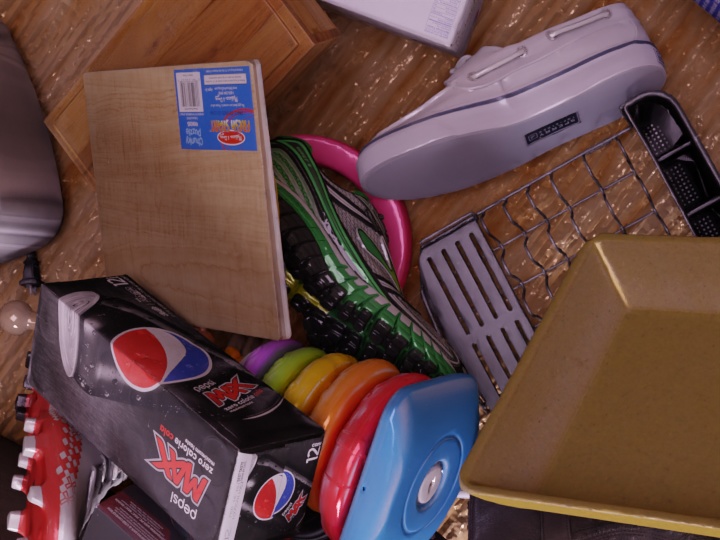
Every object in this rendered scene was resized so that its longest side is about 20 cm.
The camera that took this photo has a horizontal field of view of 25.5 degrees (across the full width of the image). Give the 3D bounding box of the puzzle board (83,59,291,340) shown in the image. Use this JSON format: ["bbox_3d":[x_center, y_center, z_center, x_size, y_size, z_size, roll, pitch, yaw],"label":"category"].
[{"bbox_3d":[-0.103,-0.044,0.932,0.199,0.017,0.153,6,104,53],"label":"puzzle board"}]

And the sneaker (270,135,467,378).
[{"bbox_3d":[0.000,0.000,0.958,0.200,0.078,0.085,50,54,-12],"label":"sneaker"}]

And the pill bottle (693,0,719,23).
[{"bbox_3d":[0.215,-0.217,0.928,0.200,0.116,0.116,41,97,7],"label":"pill bottle"}]

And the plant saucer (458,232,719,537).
[{"bbox_3d":[0.179,0.067,0.848,0.198,0.201,0.049,2,135,37],"label":"plant saucer"}]

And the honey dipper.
[{"bbox_3d":[-0.134,0.047,1.001,0.197,0.038,0.039,9,92,9],"label":"honey dipper"}]

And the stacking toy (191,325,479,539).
[{"bbox_3d":[-0.039,0.082,0.926,0.198,0.109,0.117,25,104,27],"label":"stacking toy"}]

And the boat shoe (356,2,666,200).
[{"bbox_3d":[0.086,-0.105,0.979,0.198,0.074,0.066,-20,63,-3],"label":"boat shoe"}]

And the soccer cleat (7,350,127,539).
[{"bbox_3d":[-0.166,0.111,0.963,0.084,0.200,0.069,10,112,-16],"label":"soccer cleat"}]

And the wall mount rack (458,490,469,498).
[{"bbox_3d":[0.096,0.199,0.982,0.172,0.074,0.203,3,91,41],"label":"wall mount rack"}]

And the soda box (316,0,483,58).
[{"bbox_3d":[-0.020,-0.198,0.995,0.198,0.068,0.064,22,95,9],"label":"soda box"}]

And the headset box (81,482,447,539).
[{"bbox_3d":[-0.062,0.177,0.918,0.148,0.199,0.076,37,121,19],"label":"headset box"}]

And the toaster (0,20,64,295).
[{"bbox_3d":[-0.268,-0.075,1.011,0.112,0.129,0.202,-17,88,11],"label":"toaster"}]

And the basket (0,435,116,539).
[{"bbox_3d":[-0.197,0.196,0.996,0.198,0.181,0.137,19,128,2],"label":"basket"}]

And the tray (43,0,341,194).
[{"bbox_3d":[-0.109,-0.118,0.987,0.099,0.037,0.200,52,125,6],"label":"tray"}]

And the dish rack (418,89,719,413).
[{"bbox_3d":[0.137,0.002,0.977,0.199,0.055,0.155,-29,85,10],"label":"dish rack"}]

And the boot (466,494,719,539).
[{"bbox_3d":[0.139,0.159,0.860,0.172,0.201,0.070,-18,128,14],"label":"boot"}]

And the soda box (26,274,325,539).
[{"bbox_3d":[-0.110,0.076,0.899,0.199,0.063,0.072,33,118,39],"label":"soda box"}]

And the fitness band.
[{"bbox_3d":[-0.057,0.005,1.021,0.144,0.037,0.200,45,99,6],"label":"fitness band"}]
